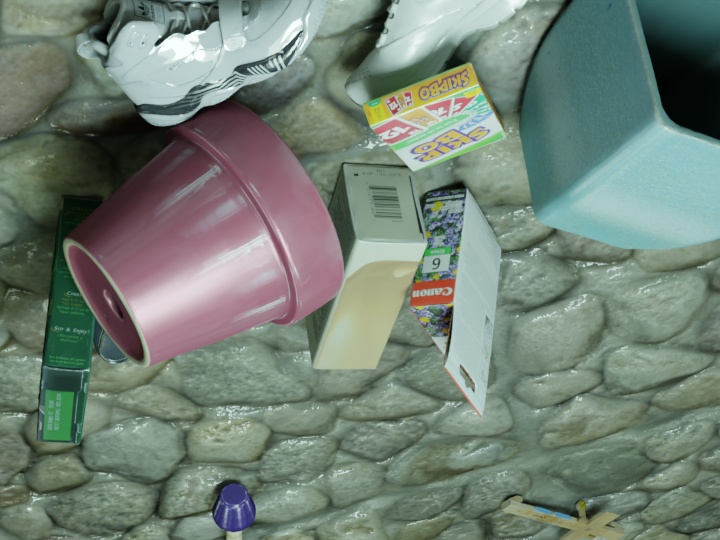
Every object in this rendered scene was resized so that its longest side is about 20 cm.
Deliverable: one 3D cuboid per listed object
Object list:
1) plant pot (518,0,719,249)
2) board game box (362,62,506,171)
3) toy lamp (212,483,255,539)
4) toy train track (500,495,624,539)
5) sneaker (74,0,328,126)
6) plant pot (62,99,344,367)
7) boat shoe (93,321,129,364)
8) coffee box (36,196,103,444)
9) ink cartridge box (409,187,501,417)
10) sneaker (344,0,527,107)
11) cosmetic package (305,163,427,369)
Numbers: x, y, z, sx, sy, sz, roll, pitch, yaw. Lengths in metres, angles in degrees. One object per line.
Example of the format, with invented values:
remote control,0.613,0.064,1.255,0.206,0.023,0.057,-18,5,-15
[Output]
plant pot,0.249,-0.124,1.157,0.196,0.197,0.200,14,144,-29
board game box,0.071,-0.129,1.157,0.095,0.030,0.200,-20,171,10
toy lamp,-0.163,0.342,1.714,0.058,0.058,0.200,-6,142,-8
toy train track,0.286,0.343,1.858,0.200,0.033,0.115,18,140,-25
sneaker,-0.128,-0.196,1.049,0.200,0.075,0.115,-27,142,23
plant pot,-0.143,-0.018,1.119,0.179,0.200,0.200,-33,147,-23
boat shoe,-0.217,0.040,1.326,0.075,0.062,0.200,15,134,-33
coffee box,-0.266,0.044,1.210,0.044,0.200,0.123,6,140,-12
ink cartridge box,0.091,0.032,1.285,0.050,0.200,0.109,-6,146,24
sneaker,0.053,-0.214,1.095,0.087,0.075,0.200,37,120,-23
cosmetic package,0.000,0.000,1.302,0.071,0.105,0.200,2,141,-15
